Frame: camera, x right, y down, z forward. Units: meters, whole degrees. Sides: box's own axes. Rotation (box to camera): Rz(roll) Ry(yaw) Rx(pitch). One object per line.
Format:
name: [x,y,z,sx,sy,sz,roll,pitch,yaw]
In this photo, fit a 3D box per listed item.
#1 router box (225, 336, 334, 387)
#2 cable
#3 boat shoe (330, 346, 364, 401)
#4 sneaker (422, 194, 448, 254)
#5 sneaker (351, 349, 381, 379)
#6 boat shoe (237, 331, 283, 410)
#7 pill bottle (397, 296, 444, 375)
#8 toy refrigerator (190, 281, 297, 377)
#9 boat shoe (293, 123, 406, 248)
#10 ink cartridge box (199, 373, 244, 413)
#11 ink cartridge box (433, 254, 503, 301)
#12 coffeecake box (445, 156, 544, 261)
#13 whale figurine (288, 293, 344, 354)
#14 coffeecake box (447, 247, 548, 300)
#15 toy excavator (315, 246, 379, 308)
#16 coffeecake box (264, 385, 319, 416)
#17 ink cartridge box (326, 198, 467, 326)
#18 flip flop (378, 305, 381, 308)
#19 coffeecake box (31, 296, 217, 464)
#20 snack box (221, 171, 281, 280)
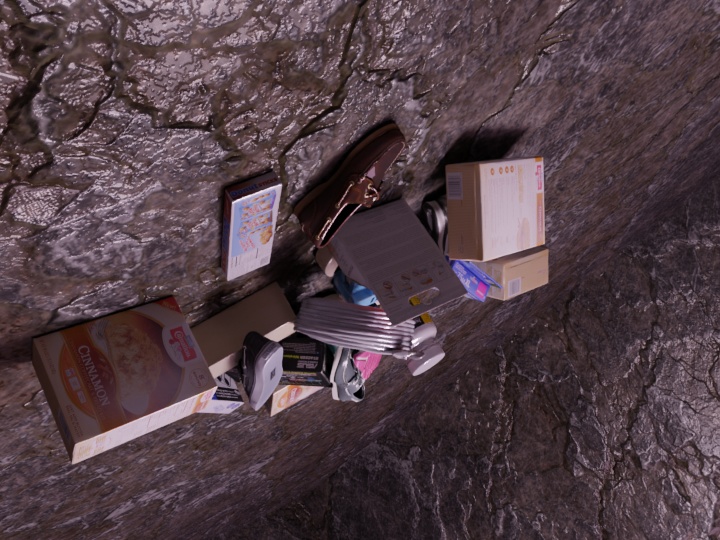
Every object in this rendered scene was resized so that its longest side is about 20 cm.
router box: [-0.151,0.167,1.243,0.195,0.063,0.150,2,161,6]
cable: [-0.009,0.089,1.105,0.196,0.071,0.199,12,177,-19]
boat shoe: [-0.019,0.188,1.242,0.201,0.060,0.074,91,14,-59]
sneaker: [0.177,-0.086,1.286,0.114,0.076,0.201,-28,157,-9]
sneaker: [-0.007,0.167,1.390,0.200,0.086,0.075,-12,122,-77]
boat shoe: [-0.172,0.162,1.114,0.070,0.066,0.201,-48,166,-29]
pill bottle: [0.093,0.114,1.436,0.110,0.202,0.112,-29,161,-11]
toy refrigerator: [-0.207,0.108,1.142,0.198,0.077,0.070,-30,161,-11]
boat shoe: [-0.006,-0.114,0.948,0.200,0.071,0.070,-43,157,21]
ink cartridge box: [-0.285,0.202,1.210,0.044,0.095,0.200,-33,161,7]
ink cartridge box: [0.158,0.007,1.276,0.119,0.198,0.043,35,75,-38]
coffeecake box: [0.235,-0.110,1.162,0.072,0.157,0.198,5,-167,44]
whale figurine: [-0.071,0.132,1.367,0.157,0.105,0.201,-25,159,-23]
coffeecake box: [0.259,-0.010,1.393,0.152,0.198,0.075,-16,110,-39]
toy excavator: [0.000,0.000,1.218,0.192,0.100,0.202,-21,144,-28]
coffeecake box: [-0.128,0.227,1.524,0.197,0.074,0.154,-26,158,-22]
ink cartridge box: [0.055,-0.010,1.086,0.160,0.202,0.050,-20,158,-31]
flip flop: [0.074,0.064,1.354,0.203,0.057,0.081,-68,151,-15]
coffeecake box: [-0.320,0.142,0.926,0.198,0.155,0.073,-18,157,-36]
snack box: [-0.151,-0.055,0.923,0.071,0.025,0.201,-23,158,-24]
